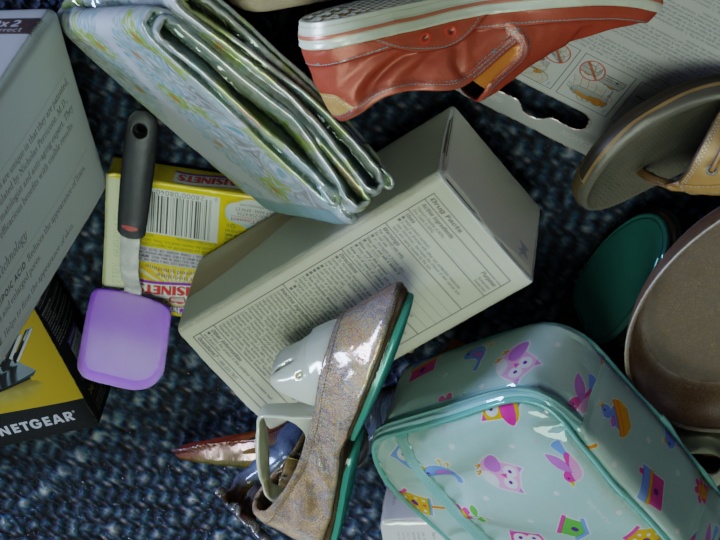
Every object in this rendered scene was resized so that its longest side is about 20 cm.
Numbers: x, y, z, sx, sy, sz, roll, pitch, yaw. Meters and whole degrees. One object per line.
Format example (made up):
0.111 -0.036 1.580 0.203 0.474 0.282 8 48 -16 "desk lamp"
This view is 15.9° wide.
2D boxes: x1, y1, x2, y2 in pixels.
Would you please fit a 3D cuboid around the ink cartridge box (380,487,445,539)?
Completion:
0.121 0.182 1.674 0.199 0.067 0.117 -1 127 12 "ink cartridge box"

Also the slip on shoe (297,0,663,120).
0.066 -0.122 1.362 0.199 0.074 0.061 -13 104 -14 "slip on shoe"

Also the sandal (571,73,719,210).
0.215 -0.073 1.440 0.199 0.055 0.082 -17 153 2 "sandal"

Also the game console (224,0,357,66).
-0.012 -0.221 1.394 0.175 0.117 0.201 2 131 -16 "game console"

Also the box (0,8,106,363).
-0.279 -0.044 1.468 0.198 0.200 0.131 1 128 21 "box"

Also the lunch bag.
0.111 0.130 1.529 0.160 0.077 0.200 -20 122 38 "lunch bag"

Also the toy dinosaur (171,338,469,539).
-0.014 0.092 1.623 0.181 0.200 0.105 -44 144 -7 "toy dinosaur"

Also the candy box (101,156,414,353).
-0.059 -0.009 1.584 0.199 0.026 0.103 9 129 3 "candy box"

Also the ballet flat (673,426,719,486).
0.237 0.108 1.600 0.199 0.071 0.071 0 127 9 "ballet flat"

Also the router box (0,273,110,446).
-0.280 0.045 1.646 0.199 0.052 0.158 -14 124 19 "router box"

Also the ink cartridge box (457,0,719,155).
0.140 -0.152 1.440 0.160 0.050 0.200 26 141 -11 "ink cartridge box"

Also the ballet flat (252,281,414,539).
-0.024 0.082 1.492 0.067 0.068 0.201 19 125 3 "ballet flat"

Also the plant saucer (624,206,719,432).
0.242 0.015 1.509 0.199 0.032 0.201 -13 135 -13 "plant saucer"

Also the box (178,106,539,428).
0.000 0.000 1.517 0.200 0.078 0.095 -29 116 25 "box"

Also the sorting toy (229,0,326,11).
0.022 -0.217 1.302 0.199 0.037 0.186 -8 132 -6 "sorting toy"

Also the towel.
-0.076 -0.098 1.436 0.171 0.200 0.048 43 79 -19 "towel"

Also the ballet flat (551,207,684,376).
0.150 0.041 1.570 0.073 0.073 0.200 29 120 -13 "ballet flat"

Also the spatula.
-0.139 -0.012 1.566 0.056 0.021 0.201 14 127 7 "spatula"
